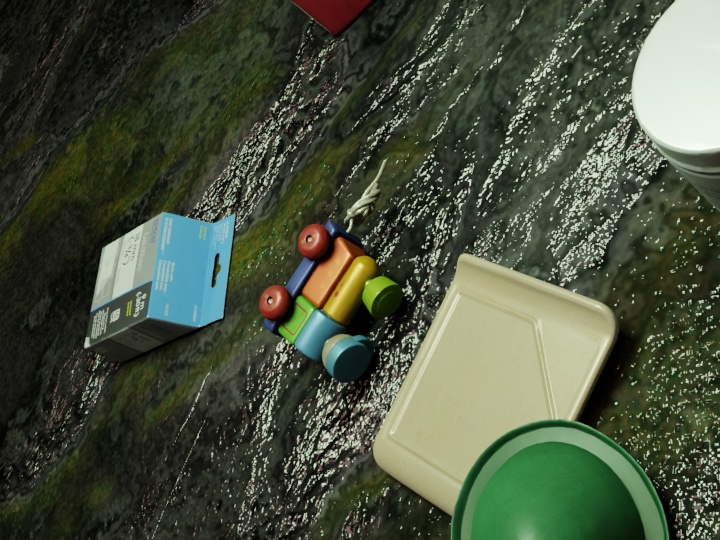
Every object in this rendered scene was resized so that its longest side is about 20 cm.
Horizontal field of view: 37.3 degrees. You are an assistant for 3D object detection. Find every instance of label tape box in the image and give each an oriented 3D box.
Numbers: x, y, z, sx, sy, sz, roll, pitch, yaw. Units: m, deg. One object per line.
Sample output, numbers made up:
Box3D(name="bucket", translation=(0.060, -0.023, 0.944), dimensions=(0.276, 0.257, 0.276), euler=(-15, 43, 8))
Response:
Box3D(name="label tape box", translation=(-0.245, 0.012, 1.293), dimensions=(0.198, 0.063, 0.146), euler=(-24, 51, 38))

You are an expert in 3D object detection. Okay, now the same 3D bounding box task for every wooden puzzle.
Box3D(name="wooden puzzle", translation=(0.107, 0.102, 0.869), dimensions=(0.184, 0.037, 0.203), euler=(23, 90, 51))

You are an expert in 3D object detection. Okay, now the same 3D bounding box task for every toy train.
Box3D(name="toy train", translation=(0.000, 0.000, 1.018), dimensions=(0.115, 0.084, 0.201), euler=(38, 97, 41))

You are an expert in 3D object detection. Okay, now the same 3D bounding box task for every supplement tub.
Box3D(name="supplement tub", translation=(0.272, -0.082, 0.660), dimensions=(0.131, 0.199, 0.134), euler=(-26, 50, 35))

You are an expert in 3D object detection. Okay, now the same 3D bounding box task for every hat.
Box3D(name="hat", translation=(0.099, 0.177, 0.690), dimensions=(0.166, 0.175, 0.200), euler=(-50, 52, 11))

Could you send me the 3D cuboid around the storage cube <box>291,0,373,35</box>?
Box3D(name="storage cube", translation=(-0.039, -0.424, 1.246), dimensions=(0.179, 0.170, 0.202), euler=(-38, 43, 26))
